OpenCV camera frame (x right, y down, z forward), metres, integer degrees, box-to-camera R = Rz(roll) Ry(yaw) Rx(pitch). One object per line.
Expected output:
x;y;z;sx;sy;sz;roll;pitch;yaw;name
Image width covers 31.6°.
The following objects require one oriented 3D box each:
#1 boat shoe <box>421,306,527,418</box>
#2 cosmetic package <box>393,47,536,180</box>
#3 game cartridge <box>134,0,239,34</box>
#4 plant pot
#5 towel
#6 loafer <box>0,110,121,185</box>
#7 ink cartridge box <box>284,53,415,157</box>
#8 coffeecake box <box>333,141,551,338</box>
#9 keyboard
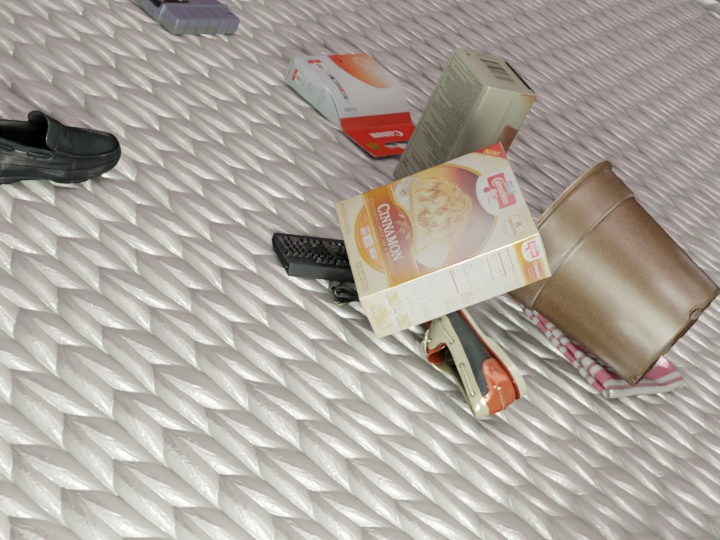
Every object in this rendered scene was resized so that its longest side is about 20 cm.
0.101;0.084;1.368;0.062;0.071;0.200;-30;44;-10;boat shoe
0.134;-0.176;1.662;0.087;0.201;0.104;5;37;-34;cosmetic package
-0.284;-0.412;1.874;0.200;0.039;0.129;43;29;27;game cartridge
0.292;0.013;1.470;0.198;0.201;0.200;43;33;13;plant pot
0.290;0.079;1.557;0.146;0.030;0.200;-4;42;-41;towel
-0.337;-0.134;1.355;0.200;0.071;0.068;-8;45;-45;loafer
0.011;-0.241;1.820;0.200;0.050;0.162;40;33;29;ink cartridge box
0.087;-0.034;1.380;0.199;0.073;0.154;-20;45;4;coffeecake box
0.000;0.000;1.462;0.199;0.021;0.127;5;36;-32;keyboard
